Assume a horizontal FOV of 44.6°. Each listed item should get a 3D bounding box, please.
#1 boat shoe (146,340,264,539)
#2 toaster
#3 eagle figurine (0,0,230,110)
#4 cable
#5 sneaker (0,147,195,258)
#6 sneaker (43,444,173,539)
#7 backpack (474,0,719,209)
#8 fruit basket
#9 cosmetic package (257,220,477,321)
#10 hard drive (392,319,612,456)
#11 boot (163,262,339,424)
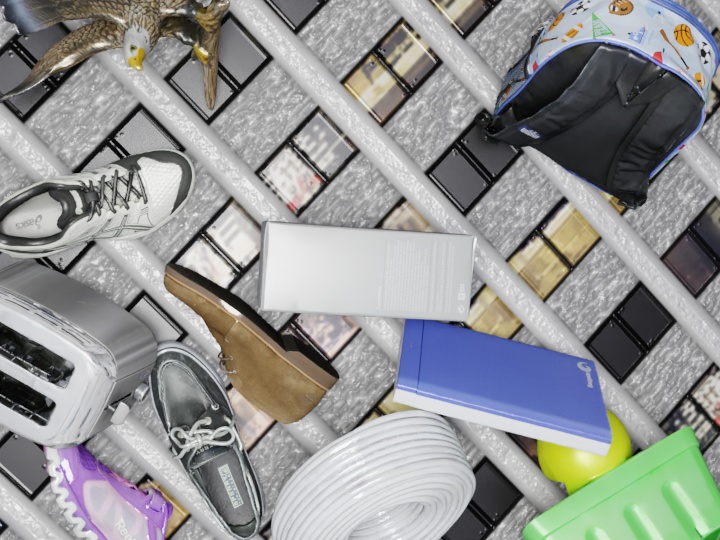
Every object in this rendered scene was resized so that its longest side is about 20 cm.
[{"bbox_3d":[-0.149,0.164,0.835,0.072,0.068,0.203,-20,95,-8],"label":"boat shoe"},{"bbox_3d":[-0.282,0.069,0.767,0.198,0.129,0.115,31,96,-3],"label":"toaster"},{"bbox_3d":[-0.217,-0.218,0.766,0.196,0.151,0.155,0,103,-17],"label":"eagle figurine"},{"bbox_3d":[0.012,0.216,0.812,0.197,0.202,0.070,-22,52,-11],"label":"cable"},{"bbox_3d":[-0.244,-0.057,0.802,0.197,0.088,0.077,-23,94,-9],"label":"sneaker"},{"bbox_3d":[-0.226,0.225,0.825,0.087,0.080,0.203,-28,101,-14],"label":"sneaker"},{"bbox_3d":[0.239,-0.175,0.826,0.197,0.190,0.157,22,72,-10],"label":"backpack"},{"bbox_3d":[0.242,0.219,0.887,0.211,0.157,0.219,-7,54,9],"label":"fruit basket"},{"bbox_3d":[0.000,0.000,0.836,0.196,0.107,0.092,6,92,-11],"label":"cosmetic package"},{"bbox_3d":[0.132,0.104,0.834,0.196,0.132,0.026,14,117,0],"label":"hard drive"},{"bbox_3d":[-0.118,0.072,0.840,0.199,0.074,0.076,39,96,-11],"label":"boot"}]
